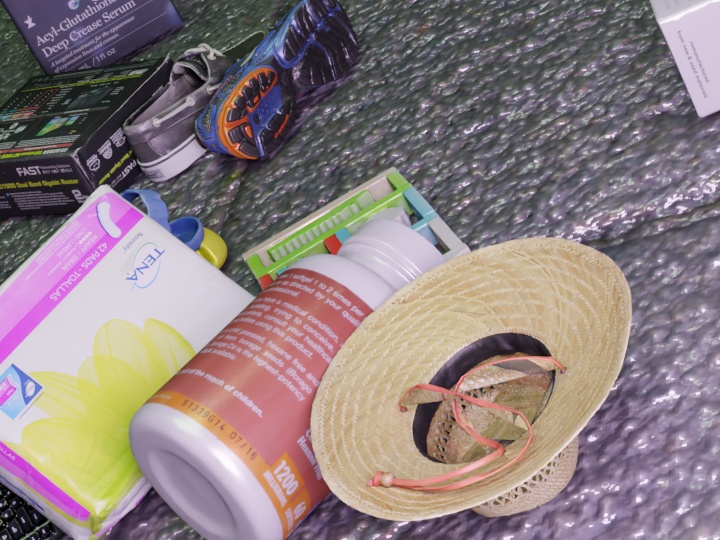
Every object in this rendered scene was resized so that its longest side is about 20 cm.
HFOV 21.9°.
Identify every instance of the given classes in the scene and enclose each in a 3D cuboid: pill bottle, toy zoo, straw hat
[{"bbox_3d":[-0.031,0.063,1.091,0.200,0.112,0.112,-44,31,-27],"label":"pill bottle"},{"bbox_3d":[0.000,0.000,1.267,0.131,0.020,0.200,-30,27,-2],"label":"toy zoo"},{"bbox_3d":[0.073,0.082,0.992,0.201,0.085,0.201,-24,33,16],"label":"straw hat"}]

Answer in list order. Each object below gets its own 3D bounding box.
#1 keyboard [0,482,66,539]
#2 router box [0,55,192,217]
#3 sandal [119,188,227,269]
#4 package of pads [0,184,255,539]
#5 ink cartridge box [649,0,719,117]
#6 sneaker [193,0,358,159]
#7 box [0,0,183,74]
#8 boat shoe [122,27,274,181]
[{"bbox_3d":[-0.272,0.112,1.200,0.104,0.040,0.200,-38,63,4],"label":"keyboard"},{"bbox_3d":[-0.262,-0.117,1.667,0.200,0.062,0.150,-2,37,42],"label":"router box"},{"bbox_3d":[-0.185,0.014,1.351,0.079,0.087,0.200,1,42,42],"label":"sandal"},{"bbox_3d":[-0.165,0.059,1.187,0.200,0.154,0.068,-51,-3,-35],"label":"package of pads"},{"bbox_3d":[0.298,-0.203,1.259,0.200,0.084,0.146,-23,28,12],"label":"ink cartridge box"},{"bbox_3d":[-0.075,-0.167,1.569,0.078,0.075,0.200,-4,34,45],"label":"sneaker"},{"bbox_3d":[-0.294,-0.304,1.866,0.148,0.200,0.107,-31,27,-3],"label":"box"},{"bbox_3d":[-0.129,-0.161,1.614,0.071,0.064,0.200,-1,38,42],"label":"boat shoe"}]
